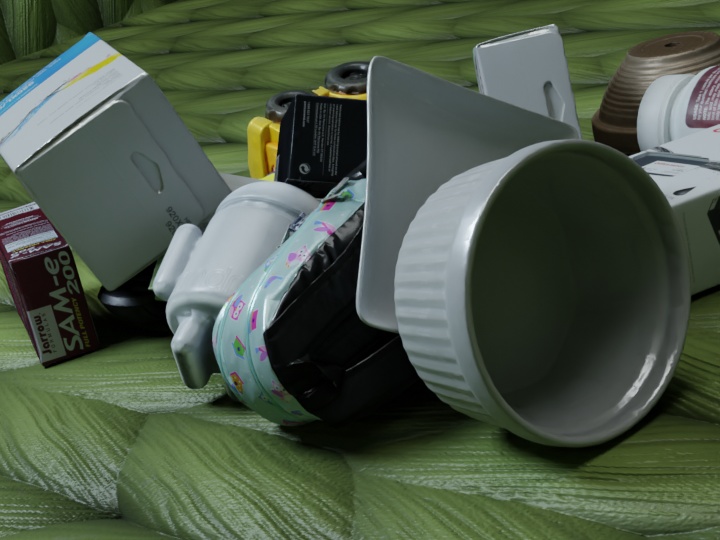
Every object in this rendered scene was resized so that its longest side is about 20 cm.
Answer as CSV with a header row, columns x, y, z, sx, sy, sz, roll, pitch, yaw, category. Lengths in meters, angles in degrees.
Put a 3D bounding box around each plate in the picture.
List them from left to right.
x,y,z,sx,sy,sz,roll,pitch,yaw,category
0.076,-0.036,1.059,0.199,0.200,0.032,15,-22,-33,plate

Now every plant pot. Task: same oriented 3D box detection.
x,y,z,sx,sy,sz,roll,pitch,yaw,category
0.344,-0.201,1.574,0.200,0.093,0.201,-13,18,5,plant pot

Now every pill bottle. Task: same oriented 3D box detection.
x,y,z,sx,sy,sz,roll,pitch,yaw,category
0.362,-0.131,1.330,0.114,0.114,0.200,-29,24,-37,pill bottle

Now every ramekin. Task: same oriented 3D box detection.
x,y,z,sx,sy,sz,roll,pitch,yaw,category
0.115,0.016,0.979,0.200,0.201,0.105,-26,13,-32,ramekin

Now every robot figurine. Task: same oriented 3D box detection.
x,y,z,sx,sy,sz,roll,pitch,yaw,category
-0.085,0.008,1.195,0.169,0.113,0.200,15,56,13,robot figurine

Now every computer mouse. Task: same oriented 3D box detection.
x,y,z,sx,sy,sz,roll,pitch,yaw,category
-0.157,0.012,1.412,0.140,0.046,0.200,4,22,17,computer mouse

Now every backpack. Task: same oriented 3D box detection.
x,y,z,sx,sy,sz,roll,pitch,yaw,category
-0.010,0.031,1.085,0.200,0.167,0.127,-45,14,-29,backpack

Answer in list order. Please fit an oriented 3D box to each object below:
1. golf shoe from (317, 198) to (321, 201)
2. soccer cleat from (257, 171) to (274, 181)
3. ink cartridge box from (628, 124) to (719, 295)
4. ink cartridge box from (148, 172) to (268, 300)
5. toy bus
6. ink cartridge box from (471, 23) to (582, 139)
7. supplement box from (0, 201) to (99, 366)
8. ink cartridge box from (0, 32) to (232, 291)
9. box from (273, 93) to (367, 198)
x,y,z,sx,sy,sz,roll,pitch,yaw,category
0.009,-0.086,1.458,0.200,0.095,0.078,-18,-25,-22,golf shoe
-0.110,-0.067,1.521,0.200,0.065,0.084,1,59,23,soccer cleat
0.268,-0.048,1.205,0.200,0.084,0.145,-20,20,-18,ink cartridge box
-0.129,-0.013,1.346,0.104,0.059,0.200,10,36,-2,ink cartridge box
0.006,-0.121,1.563,0.200,0.136,0.192,-27,39,-28,toy bus
0.166,-0.164,1.451,0.084,0.146,0.200,-12,6,5,ink cartridge box
-0.312,0.008,1.420,0.061,0.109,0.200,-18,20,-14,supplement box
-0.236,-0.103,1.328,0.145,0.147,0.200,-39,28,-8,ink cartridge box
0.000,-0.103,1.299,0.141,0.079,0.200,7,-2,-7,box
